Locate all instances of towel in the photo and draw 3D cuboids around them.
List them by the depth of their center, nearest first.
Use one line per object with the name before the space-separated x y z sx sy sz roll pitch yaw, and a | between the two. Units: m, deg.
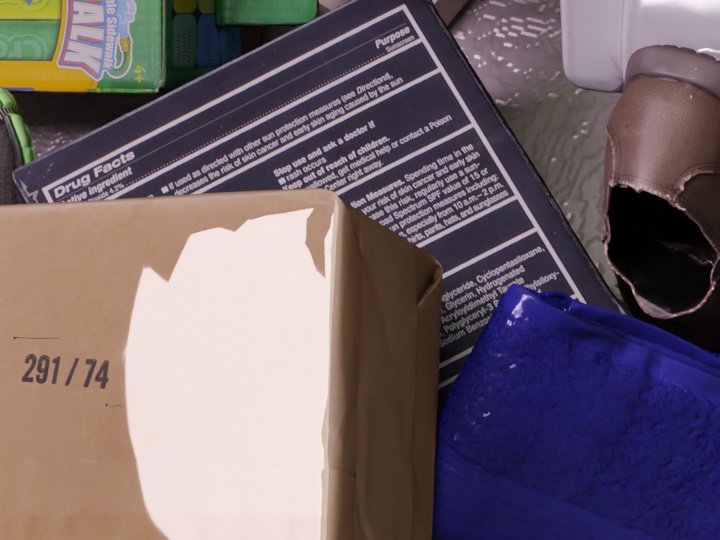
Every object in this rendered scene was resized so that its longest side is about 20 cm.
towel | 0.074 0.111 1.038 0.200 0.147 0.050 -62 22 10

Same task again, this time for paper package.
paper package | -0.079 0.072 0.981 0.199 0.103 0.191 -3 76 22

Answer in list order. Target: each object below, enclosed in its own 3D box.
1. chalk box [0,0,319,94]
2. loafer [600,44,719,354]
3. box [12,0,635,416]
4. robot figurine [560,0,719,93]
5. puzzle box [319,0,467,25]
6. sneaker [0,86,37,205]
chalk box | -0.119 -0.146 1.224 0.199 0.124 0.125 1 96 20
loafer | 0.124 -0.009 1.058 0.073 0.200 0.071 17 62 25
box | -0.012 0.014 1.122 0.200 0.123 0.199 -27 66 -5
robot figurine | 0.184 -0.103 1.083 0.199 0.113 0.170 9 37 22
puzzle box | 0.034 -0.207 1.278 0.133 0.025 0.200 35 81 28
sneaker | -0.217 -0.007 1.202 0.200 0.084 0.077 -48 60 28
